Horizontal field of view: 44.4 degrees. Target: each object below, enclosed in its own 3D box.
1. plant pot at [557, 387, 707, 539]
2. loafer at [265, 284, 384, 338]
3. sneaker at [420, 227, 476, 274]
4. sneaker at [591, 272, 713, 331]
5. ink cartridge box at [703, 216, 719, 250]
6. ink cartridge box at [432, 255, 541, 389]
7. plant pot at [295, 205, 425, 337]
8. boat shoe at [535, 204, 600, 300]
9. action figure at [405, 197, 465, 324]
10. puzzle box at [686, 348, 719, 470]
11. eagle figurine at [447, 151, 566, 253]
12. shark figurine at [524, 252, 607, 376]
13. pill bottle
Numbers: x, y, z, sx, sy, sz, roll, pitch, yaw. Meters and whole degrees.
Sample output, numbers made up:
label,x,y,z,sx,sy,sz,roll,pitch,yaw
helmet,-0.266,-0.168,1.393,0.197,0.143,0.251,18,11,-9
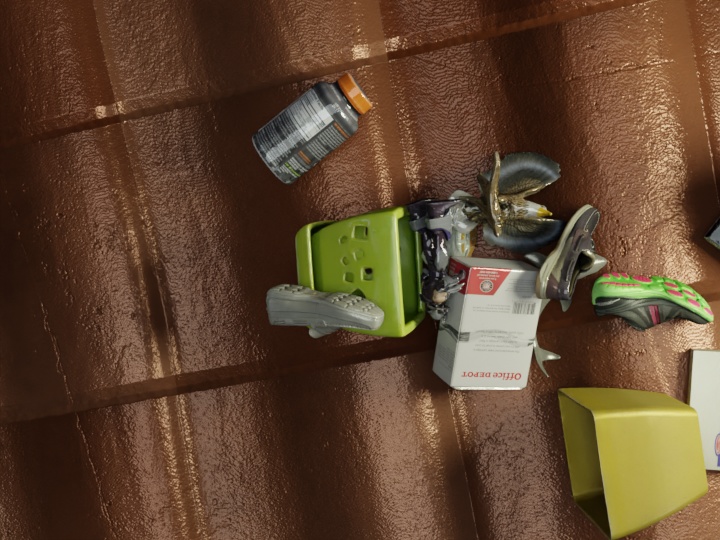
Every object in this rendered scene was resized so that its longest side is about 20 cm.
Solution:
label,x,y,z,sx,sy,sz,roll,pitch,yaw
plant pot,0.441,0.291,1.423,0.174,0.200,0.202,-9,93,-3
loafer,-0.056,0.069,1.354,0.198,0.070,0.071,10,105,28
sneaker,0.146,-0.007,1.503,0.087,0.075,0.202,12,105,35
sneaker,0.479,0.058,1.458,0.198,0.077,0.084,11,121,6
ink cartridge box,0.670,-0.032,1.431,0.199,0.039,0.100,37,98,3
ink cartridge box,0.209,0.086,1.449,0.145,0.083,0.202,4,102,-22
plant pot,0.000,0.000,1.457,0.180,0.200,0.201,-3,95,16
boat shoe,0.347,-0.024,1.419,0.064,0.072,0.200,20,53,29
action figure,0.123,-0.011,1.396,0.069,0.130,0.202,-10,102,-21
puzzle box,0.611,0.233,1.467,0.132,0.025,0.202,3,95,8
eagle figurine,0.248,-0.105,1.429,0.151,0.199,0.152,46,117,18
shark figurine,0.309,0.054,1.468,0.127,0.089,0.216,25,96,7
pill bottle,-0.077,-0.245,1.490,0.199,0.106,0.107,-36,89,9
